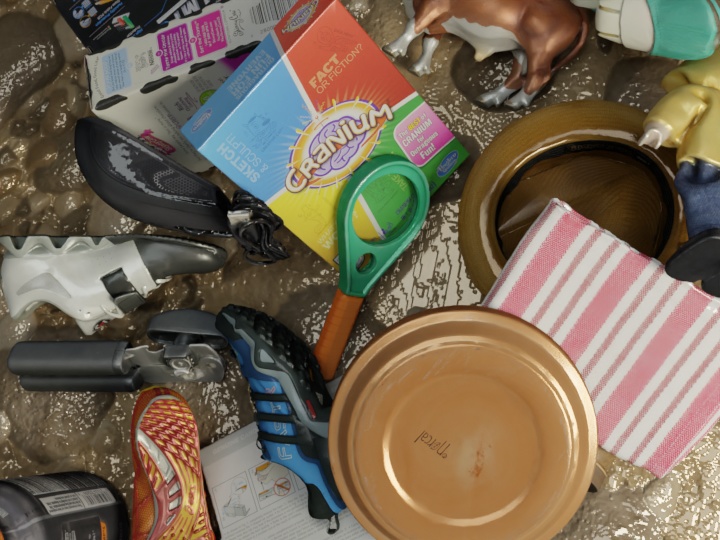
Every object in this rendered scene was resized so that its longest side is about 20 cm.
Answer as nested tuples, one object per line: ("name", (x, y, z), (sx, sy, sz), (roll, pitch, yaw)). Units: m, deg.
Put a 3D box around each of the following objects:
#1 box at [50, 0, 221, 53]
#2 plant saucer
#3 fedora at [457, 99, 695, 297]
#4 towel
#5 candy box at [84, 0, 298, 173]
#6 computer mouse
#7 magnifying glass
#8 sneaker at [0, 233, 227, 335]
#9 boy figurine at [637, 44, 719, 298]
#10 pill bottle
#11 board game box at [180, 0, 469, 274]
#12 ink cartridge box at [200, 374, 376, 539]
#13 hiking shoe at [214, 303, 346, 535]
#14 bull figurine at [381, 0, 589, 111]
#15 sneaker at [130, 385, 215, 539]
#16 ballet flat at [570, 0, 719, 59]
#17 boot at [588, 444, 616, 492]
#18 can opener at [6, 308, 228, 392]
("box", (-0.187, -0.282, 0.937), (0.200, 0.050, 0.199), (-40, 77, 4))
("plant saucer", (0.074, 0.126, 0.737), (0.199, 0.032, 0.202), (1, 99, 3))
("fedora", (0.177, -0.037, 0.807), (0.199, 0.082, 0.202), (-1, 80, 6))
("towel", (0.185, 0.053, 0.747), (0.199, 0.030, 0.147), (30, 111, -4))
("candy box", (-0.111, -0.158, 0.854), (0.199, 0.136, 0.061), (-20, 63, 8))
("computer mouse", (-0.156, -0.057, 0.814), (0.199, 0.139, 0.053), (29, 78, 9))
("magnifying glass", (0.000, 0.000, 0.837), (0.022, 0.079, 0.201), (44, 118, 50))
("sneaker", (-0.214, 0.012, 0.884), (0.199, 0.074, 0.089), (-2, 86, 2))
("boy figurine", (0.249, -0.086, 0.727), (0.124, 0.064, 0.201), (18, 55, -22))
("pill bottle", (-0.274, 0.219, 0.807), (0.106, 0.200, 0.107), (-2, 82, 12))
("board game box", (-0.022, -0.102, 0.805), (0.153, 0.200, 0.040), (-47, 42, 3))
("ink cartridge box", (-0.026, 0.190, 0.840), (0.199, 0.044, 0.174), (-28, 56, 7))
("hiking shoe", (-0.065, 0.111, 0.815), (0.087, 0.074, 0.200), (-49, 65, 11))
("bull figurine", (0.091, -0.217, 0.860), (0.199, 0.065, 0.122), (27, 90, 15))
("sneaker", (-0.162, 0.197, 0.862), (0.073, 0.077, 0.201), (2, 97, -16))
("ballet flat", (0.207, -0.209, 0.786), (0.070, 0.068, 0.200), (-16, 35, -2))
("boot", (0.122, 0.092, 0.815), (0.199, 0.074, 0.076), (33, 75, 8))
("can opener", (-0.212, 0.072, 0.901), (0.199, 0.053, 0.067), (-1, 50, 12))
